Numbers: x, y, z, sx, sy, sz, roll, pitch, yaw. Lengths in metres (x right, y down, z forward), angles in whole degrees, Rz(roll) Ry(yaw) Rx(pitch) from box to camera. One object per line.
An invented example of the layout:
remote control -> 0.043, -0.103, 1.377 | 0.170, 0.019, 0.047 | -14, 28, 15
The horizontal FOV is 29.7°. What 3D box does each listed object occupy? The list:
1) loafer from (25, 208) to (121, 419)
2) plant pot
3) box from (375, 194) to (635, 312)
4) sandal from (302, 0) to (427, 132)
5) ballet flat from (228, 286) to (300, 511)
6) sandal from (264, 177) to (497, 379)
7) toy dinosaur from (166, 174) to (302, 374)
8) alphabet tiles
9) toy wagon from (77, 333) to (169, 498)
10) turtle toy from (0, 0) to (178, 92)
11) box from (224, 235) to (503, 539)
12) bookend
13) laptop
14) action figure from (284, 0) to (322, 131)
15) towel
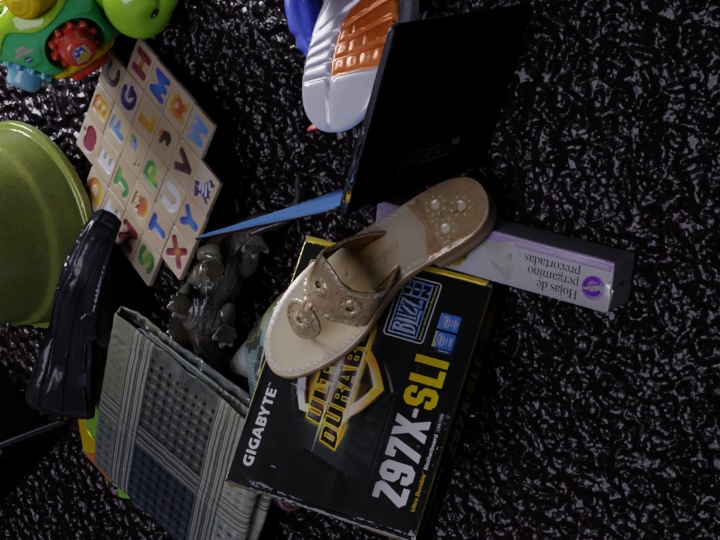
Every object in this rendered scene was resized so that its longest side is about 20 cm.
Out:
loafer -> -0.239, 0.041, 1.202 | 0.070, 0.068, 0.201 | 17, 110, -8
plant pot -> -0.371, -0.019, 1.223 | 0.200, 0.184, 0.201 | 15, 114, 36
box -> 0.102, -0.015, 1.004 | 0.199, 0.041, 0.039 | 16, 111, 29
sandal -> 0.017, -0.197, 0.999 | 0.079, 0.059, 0.208 | 8, 83, 39
ballet flat -> -0.075, 0.105, 1.145 | 0.071, 0.069, 0.201 | 14, 114, 38
sandal -> -0.003, -0.004, 0.982 | 0.211, 0.070, 0.078 | -36, 62, 12
toy dinosaur -> -0.115, 0.001, 1.128 | 0.077, 0.102, 0.201 | 20, 100, -13
alphabet tiles -> -0.185, -0.093, 1.163 | 0.200, 0.006, 0.167 | 49, 126, 34
toy wagon -> -0.178, 0.135, 1.235 | 0.199, 0.040, 0.156 | -1, 102, 35
turtle toy -> -0.237, -0.217, 1.131 | 0.199, 0.146, 0.101 | -20, 111, 36
box -> 0.004, 0.089, 1.026 | 0.159, 0.049, 0.201 | 15, 79, 20
bookend -> -0.426, 0.140, 1.373 | 0.199, 0.092, 0.200 | -43, 77, 33
laptop -> 0.004, -0.105, 0.955 | 0.116, 0.187, 0.201 | 28, 117, 24
action figure -> -0.069, -0.204, 1.049 | 0.099, 0.065, 0.201 | -11, 97, 22
towel -> -0.150, 0.150, 1.166 | 0.192, 0.034, 0.201 | 36, 132, 24
